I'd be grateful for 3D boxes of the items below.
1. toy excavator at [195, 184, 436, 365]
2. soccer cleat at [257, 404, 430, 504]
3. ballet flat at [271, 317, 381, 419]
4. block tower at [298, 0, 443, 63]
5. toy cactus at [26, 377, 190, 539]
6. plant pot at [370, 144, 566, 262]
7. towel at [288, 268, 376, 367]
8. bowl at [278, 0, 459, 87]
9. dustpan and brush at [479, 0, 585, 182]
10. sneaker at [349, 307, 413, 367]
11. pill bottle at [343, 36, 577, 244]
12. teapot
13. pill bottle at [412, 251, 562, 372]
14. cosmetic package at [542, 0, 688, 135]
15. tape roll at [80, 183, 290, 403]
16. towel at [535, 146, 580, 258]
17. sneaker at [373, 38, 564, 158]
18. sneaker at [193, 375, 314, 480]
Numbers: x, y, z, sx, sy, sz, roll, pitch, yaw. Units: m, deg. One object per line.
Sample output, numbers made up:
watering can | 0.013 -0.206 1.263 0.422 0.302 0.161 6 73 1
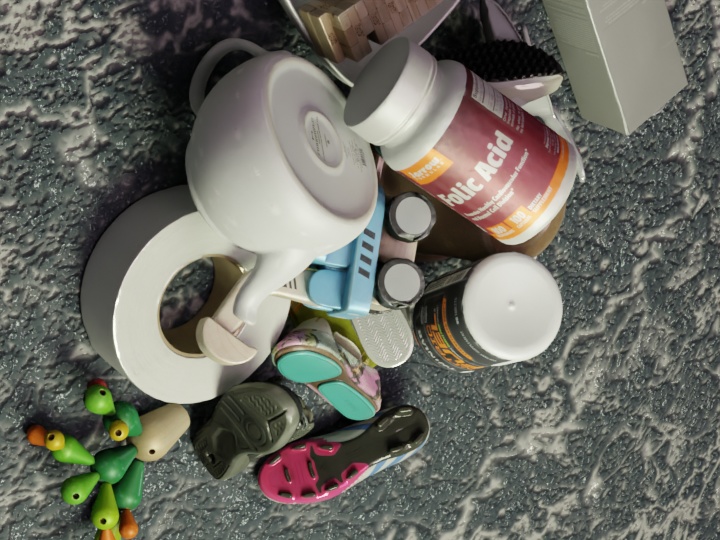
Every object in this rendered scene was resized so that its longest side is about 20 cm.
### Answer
toy excavator | -0.046 0.004 1.519 0.199 0.100 0.196 11 83 -14
soccer cleat | -0.016 0.206 1.739 0.199 0.086 0.070 -20 79 -10
ballet flat | -0.035 0.092 1.653 0.200 0.069 0.072 42 41 -54
block tower | 0.041 -0.268 1.487 0.200 0.054 0.058 -39 130 -17
toy cactus | -0.237 0.181 1.555 0.165 0.102 0.201 -35 127 -45
plant pot | 0.114 -0.084 1.643 0.199 0.174 0.201 -17 120 -32
towel | -0.032 0.042 1.687 0.086 0.018 0.201 -36 128 -19
bowl | -0.001 -0.298 1.525 0.200 0.075 0.200 -48 130 -13
dustpan and brush | 0.175 -0.179 1.617 0.057 0.140 0.201 -16 86 3
sneaker | 0.000 0.000 1.647 0.073 0.116 0.201 -18 92 2
pill bottle | 0.091 -0.119 1.458 0.200 0.114 0.115 32 88 -23
teapot | -0.090 -0.092 1.437 0.198 0.146 0.200 54 32 -19
pill bottle | 0.117 0.047 1.601 0.106 0.200 0.107 3 81 -17
cosmetic package | 0.278 -0.262 1.753 0.107 0.090 0.201 -38 131 -19
tape roll | -0.165 0.022 1.538 0.202 0.071 0.204 -16 118 -32
towel | 0.173 -0.049 1.731 0.023 0.144 0.201 21 96 -13
sneaker | 0.098 -0.159 1.550 0.199 0.071 0.094 -12 132 -5
sneaker | -0.089 0.139 1.595 0.114 0.199 0.076 -35 83 -31
